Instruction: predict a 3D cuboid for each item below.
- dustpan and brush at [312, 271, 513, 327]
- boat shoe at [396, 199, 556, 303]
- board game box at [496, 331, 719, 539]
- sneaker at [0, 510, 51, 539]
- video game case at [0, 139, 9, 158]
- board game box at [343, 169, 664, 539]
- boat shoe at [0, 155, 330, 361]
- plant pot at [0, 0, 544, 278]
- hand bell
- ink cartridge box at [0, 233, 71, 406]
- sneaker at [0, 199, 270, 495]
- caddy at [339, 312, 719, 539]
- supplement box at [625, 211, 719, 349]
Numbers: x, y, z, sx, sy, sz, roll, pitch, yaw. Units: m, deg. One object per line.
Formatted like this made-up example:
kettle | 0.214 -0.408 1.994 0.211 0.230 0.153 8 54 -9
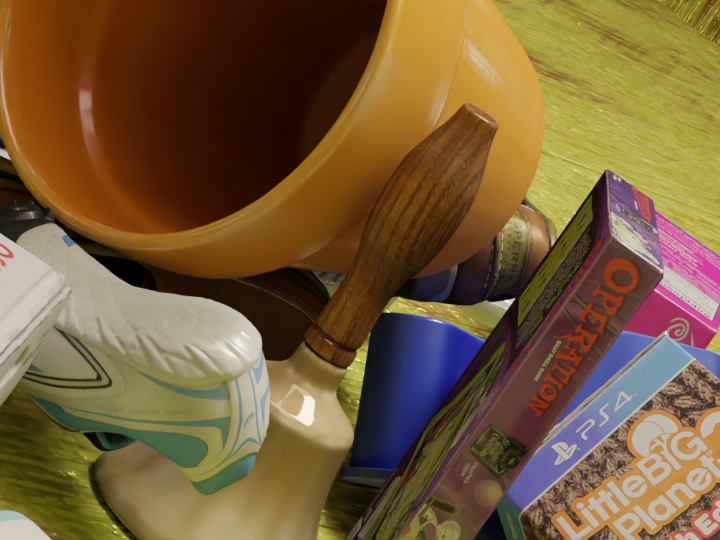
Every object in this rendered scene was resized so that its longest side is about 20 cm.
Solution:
dustpan and brush | 0.000 0.000 1.478 0.200 0.057 0.140 30 14 -17
boat shoe | 0.044 -0.016 1.359 0.068 0.072 0.200 4 12 -10
board game box | 0.161 0.151 1.120 0.200 0.097 0.160 42 -15 32
sneaker | -0.091 0.132 0.787 0.130 0.080 0.200 35 15 11
video game case | -0.174 -0.046 1.315 0.182 0.024 0.200 26 15 -28
board game box | 0.049 0.059 1.095 0.032 0.200 0.120 35 14 -1
boat shoe | -0.098 0.014 1.212 0.200 0.072 0.068 16 24 -24
plant pot | -0.020 -0.081 1.190 0.200 0.200 0.183 44 10 35
hand bell | -0.006 0.023 1.093 0.104 0.200 0.104 32 14 -9
ink cartridge box | -0.211 -0.004 0.964 0.200 0.085 0.146 32 14 -1
sneaker | -0.115 0.025 1.079 0.200 0.073 0.072 26 32 37
caddy | 0.079 0.080 1.271 0.141 0.105 0.200 1 -7 35
supplement box | 0.143 0.028 1.624 0.103 0.101 0.200 36 15 5
